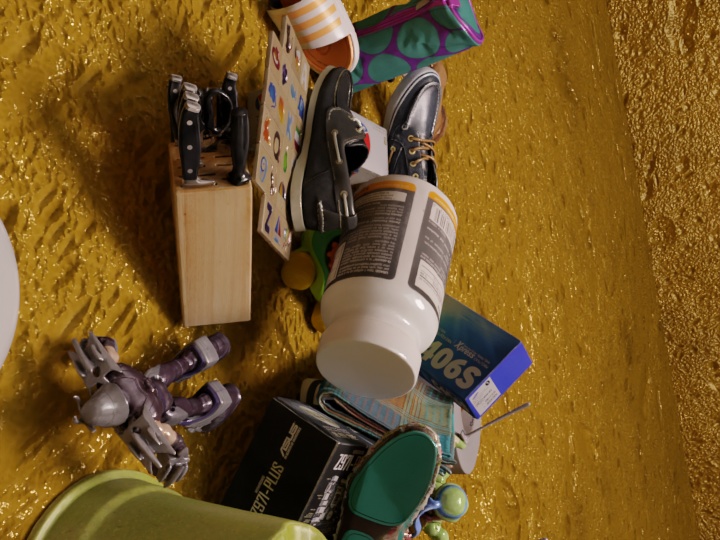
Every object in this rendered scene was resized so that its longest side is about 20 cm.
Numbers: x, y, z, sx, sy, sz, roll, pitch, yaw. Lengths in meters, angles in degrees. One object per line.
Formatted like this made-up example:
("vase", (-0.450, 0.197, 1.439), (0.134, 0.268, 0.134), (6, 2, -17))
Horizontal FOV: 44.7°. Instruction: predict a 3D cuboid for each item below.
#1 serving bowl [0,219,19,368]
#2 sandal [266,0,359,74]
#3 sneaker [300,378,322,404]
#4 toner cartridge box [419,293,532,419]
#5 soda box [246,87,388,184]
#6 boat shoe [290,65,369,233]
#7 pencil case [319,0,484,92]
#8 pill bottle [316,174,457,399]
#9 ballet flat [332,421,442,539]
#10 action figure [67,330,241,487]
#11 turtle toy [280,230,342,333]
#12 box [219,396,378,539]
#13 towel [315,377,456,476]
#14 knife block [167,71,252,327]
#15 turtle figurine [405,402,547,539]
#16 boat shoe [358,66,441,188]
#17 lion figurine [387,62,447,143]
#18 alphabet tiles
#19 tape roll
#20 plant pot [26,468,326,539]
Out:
("serving bowl", (-0.282, 0.010, 0.526), (0.200, 0.065, 0.202), (17, 70, -58))
("sandal", (-0.074, -0.304, 0.964), (0.059, 0.079, 0.208), (-46, 116, -53))
("sneaker", (0.010, 0.151, 1.010), (0.200, 0.080, 0.077), (-3, 85, -63))
("toner cartridge box", (0.101, 0.086, 1.048), (0.095, 0.200, 0.043), (-42, 129, -12))
("soda box", (-0.043, -0.148, 0.985), (0.199, 0.068, 0.064), (12, 74, -59))
("boat shoe", (-0.022, -0.122, 0.869), (0.072, 0.067, 0.202), (73, 20, -54))
("pencil case", (0.041, -0.273, 1.025), (0.092, 0.199, 0.086), (32, 50, -51))
("pill bottle", (0.025, 0.014, 0.843), (0.117, 0.115, 0.201), (56, 38, -40))
("ballet flat", (0.013, 0.217, 0.776), (0.201, 0.075, 0.064), (-64, 177, 9))
("action figure", (-0.162, 0.103, 0.692), (0.131, 0.069, 0.200), (62, 16, 9))
("turtle toy", (0.000, 0.000, 0.999), (0.201, 0.100, 0.146), (59, 37, -37))
("box", (-0.035, 0.222, 0.837), (0.200, 0.086, 0.165), (23, 94, -56))
("towel", (0.032, 0.133, 0.897), (0.022, 0.146, 0.200), (-62, 179, 11))
("knife block", (-0.124, -0.056, 0.727), (0.175, 0.063, 0.202), (167, -82, -77))
("turtle figurine", (0.100, 0.266, 1.004), (0.199, 0.193, 0.145), (-26, 91, -33))
("boat shoe", (0.068, -0.141, 1.068), (0.070, 0.091, 0.202), (5, 114, -42))
("lion figurine", (0.083, -0.224, 1.166), (0.122, 0.072, 0.201), (-41, 164, -27))
("alphabet tiles", (-0.069, -0.118, 0.805), (0.166, 0.006, 0.202), (55, 39, -74))
("tape roll", (0.112, 0.168, 1.166), (0.200, 0.065, 0.203), (-2, 90, -73))
("plant pot", (-0.120, 0.251, 0.646), (0.200, 0.183, 0.203), (18, 69, -58))
